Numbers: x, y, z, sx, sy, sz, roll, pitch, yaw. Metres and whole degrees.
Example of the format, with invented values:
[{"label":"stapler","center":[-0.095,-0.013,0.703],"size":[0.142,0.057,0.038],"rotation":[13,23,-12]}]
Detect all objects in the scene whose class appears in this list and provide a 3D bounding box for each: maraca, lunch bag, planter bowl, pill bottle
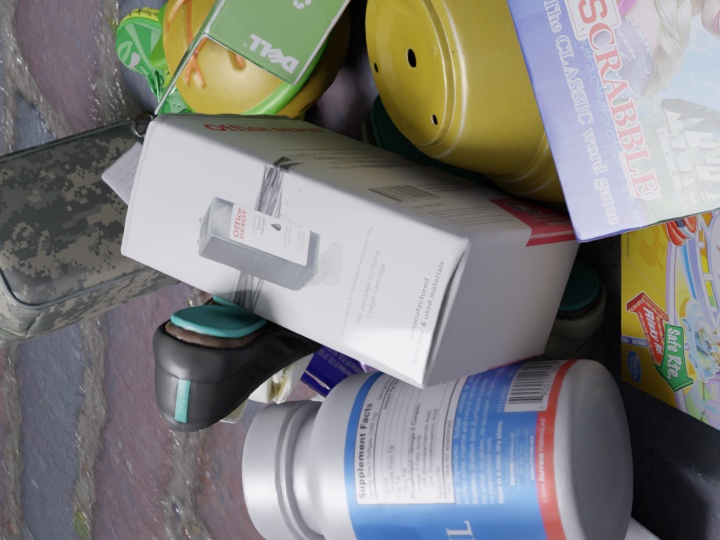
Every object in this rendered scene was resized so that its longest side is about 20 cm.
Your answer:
[{"label":"maraca","center":[-0.077,-0.161,0.986],"size":[0.107,0.137,0.200],"rotation":[32,-176,-38]},{"label":"lunch bag","center":[-0.245,-0.018,1.258],"size":[0.139,0.200,0.168],"rotation":[61,148,11]},{"label":"planter bowl","center":[0.058,-0.118,0.793],"size":[0.200,0.083,0.201],"rotation":[164,90,-70]},{"label":"pill bottle","center":[0.041,0.110,0.848],"size":[0.200,0.112,0.112],"rotation":[-6,108,27]}]

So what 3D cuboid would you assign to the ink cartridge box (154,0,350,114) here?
[{"label":"ink cartridge box","center":[-0.033,-0.166,0.832],"size":[0.200,0.059,0.104],"rotation":[-56,13,20]}]

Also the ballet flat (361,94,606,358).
[{"label":"ballet flat","center":[0.064,-0.025,0.903],"size":[0.200,0.067,0.062],"rotation":[51,156,26]}]

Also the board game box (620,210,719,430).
[{"label":"board game box","center":[0.187,-0.012,0.747],"size":[0.134,0.034,0.200],"rotation":[28,132,47]}]

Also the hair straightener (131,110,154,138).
[{"label":"hair straightener","center":[-0.082,-0.046,1.033],"size":[0.200,0.041,0.077],"rotation":[35,162,-33]}]

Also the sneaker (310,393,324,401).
[{"label":"sneaker","center":[-0.044,0.165,1.156],"size":[0.075,0.084,0.200],"rotation":[45,157,27]}]

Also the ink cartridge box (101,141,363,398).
[{"label":"ink cartridge box","center":[-0.063,0.017,1.047],"size":[0.200,0.043,0.198],"rotation":[46,-179,32]}]

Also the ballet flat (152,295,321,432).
[{"label":"ballet flat","center":[-0.065,0.043,0.839],"size":[0.068,0.200,0.069],"rotation":[15,103,17]}]

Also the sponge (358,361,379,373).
[{"label":"sponge","center":[0.000,0.000,0.977],"size":[0.030,0.112,0.200],"rotation":[-36,78,20]}]

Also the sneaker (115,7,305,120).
[{"label":"sneaker","center":[-0.125,-0.129,1.094],"size":[0.200,0.084,0.074],"rotation":[33,178,44]}]

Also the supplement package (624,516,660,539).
[{"label":"supplement package","center":[0.079,0.221,0.887],"size":[0.114,0.200,0.110],"rotation":[34,161,41]}]

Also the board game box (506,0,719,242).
[{"label":"board game box","center":[0.154,-0.128,0.641],"size":[0.199,0.041,0.200],"rotation":[-15,94,40]}]

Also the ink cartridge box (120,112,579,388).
[{"label":"ink cartridge box","center":[-0.005,-0.018,0.819],"size":[0.200,0.146,0.085],"rotation":[24,106,28]}]
